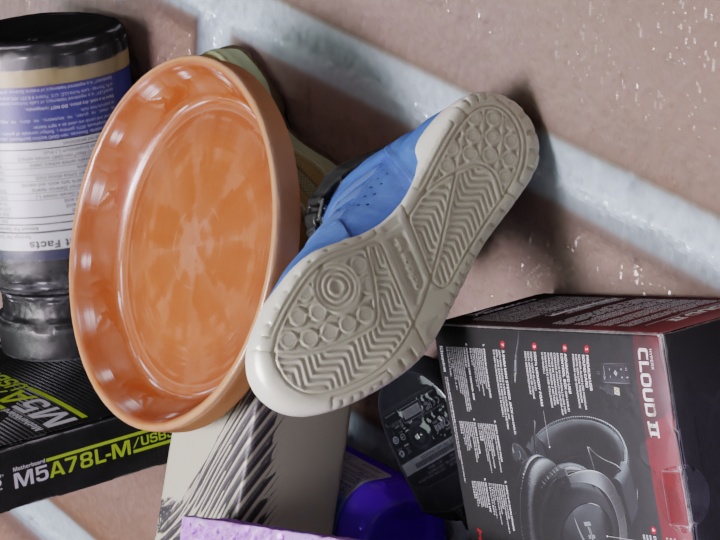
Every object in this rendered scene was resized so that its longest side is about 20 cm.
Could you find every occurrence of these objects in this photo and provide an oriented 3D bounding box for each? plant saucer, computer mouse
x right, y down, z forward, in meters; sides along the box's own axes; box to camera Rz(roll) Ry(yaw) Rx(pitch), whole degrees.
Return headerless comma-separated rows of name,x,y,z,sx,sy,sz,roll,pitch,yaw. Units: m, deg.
plant saucer,-0.091,-0.013,1.430,0.200,0.032,0.201,-15,71,51
computer mouse,0.067,0.134,1.408,0.059,0.034,0.201,-30,81,40

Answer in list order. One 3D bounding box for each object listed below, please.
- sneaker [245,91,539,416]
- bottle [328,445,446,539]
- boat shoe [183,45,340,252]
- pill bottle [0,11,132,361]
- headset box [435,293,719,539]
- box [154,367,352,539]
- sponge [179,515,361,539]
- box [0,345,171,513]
sneaker,0.001,0.001,1.316,0.077,0.200,0.111,41,154,-10
bottle,-0.031,0.133,1.519,0.200,0.065,0.084,24,115,52
boat shoe,-0.059,-0.042,1.485,0.200,0.076,0.072,51,139,33
pill bottle,-0.190,-0.051,1.653,0.112,0.112,0.201,18,117,54
headset box,0.128,0.090,1.243,0.200,0.077,0.149,-1,102,57
box,-0.060,0.121,1.444,0.082,0.068,0.201,6,87,53
sponge,-0.015,0.186,1.325,0.200,0.030,0.112,3,85,40
box,-0.219,0.093,1.678,0.200,0.193,0.048,19,116,54
